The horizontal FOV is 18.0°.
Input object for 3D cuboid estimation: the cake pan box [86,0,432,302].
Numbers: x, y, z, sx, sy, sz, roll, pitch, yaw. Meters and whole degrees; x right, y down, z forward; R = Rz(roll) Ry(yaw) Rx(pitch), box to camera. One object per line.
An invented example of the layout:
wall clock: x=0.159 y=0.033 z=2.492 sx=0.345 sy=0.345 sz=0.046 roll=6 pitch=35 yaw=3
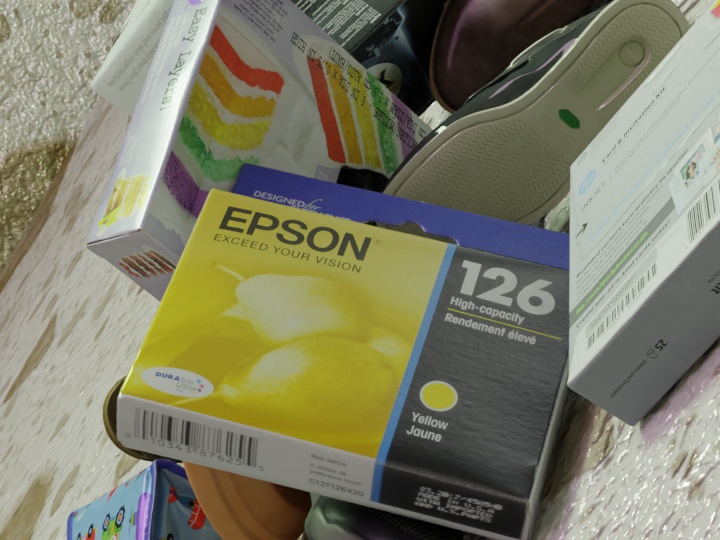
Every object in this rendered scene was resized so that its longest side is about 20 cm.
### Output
cake pan box: x=-0.043 y=-0.041 z=1.244 sx=0.052 sy=0.200 sz=0.185 roll=-10 pitch=51 yaw=42

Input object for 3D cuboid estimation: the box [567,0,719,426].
box: x=0.155 y=-0.043 z=1.039 sx=0.156 sy=0.041 sz=0.200 roll=-51 pitch=16 yaw=27

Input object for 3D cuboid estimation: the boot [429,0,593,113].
boot: x=0.121 y=-0.183 z=1.390 sx=0.200 sy=0.072 sz=0.166 roll=-55 pitch=10 yaw=-4

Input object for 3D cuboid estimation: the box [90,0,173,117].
box: x=-0.072 y=-0.181 z=1.800 sx=0.199 sy=0.200 sz=0.131 roll=-41 pitch=21 yaw=49

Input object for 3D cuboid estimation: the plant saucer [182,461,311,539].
plant saucer: x=-0.055 y=0.063 z=1.309 sx=0.037 sy=0.200 sz=0.200 roll=-10 pitch=35 yaw=19

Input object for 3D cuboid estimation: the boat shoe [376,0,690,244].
boat shoe: x=0.094 y=-0.078 z=1.233 sx=0.200 sy=0.072 sz=0.068 roll=-39 pitch=13 yaw=10

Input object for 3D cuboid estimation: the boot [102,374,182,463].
boot: x=-0.112 y=0.098 z=1.481 sx=0.200 sy=0.175 sz=0.066 roll=-25 pitch=75 yaw=62

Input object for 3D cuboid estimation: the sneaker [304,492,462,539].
sneaker: x=0.027 y=0.091 z=1.119 sx=0.114 sy=0.076 sz=0.199 roll=-62 pitch=7 yaw=9

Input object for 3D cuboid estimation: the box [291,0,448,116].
box: x=-0.008 y=-0.150 z=1.495 sx=0.200 sy=0.086 sz=0.164 roll=-45 pitch=-20 yaw=-20

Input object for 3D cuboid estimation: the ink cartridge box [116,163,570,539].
ink cartridge box: x=0.007 y=0.023 z=1.097 sx=0.047 sy=0.197 sz=0.200 roll=93 pitch=-168 yaw=-49

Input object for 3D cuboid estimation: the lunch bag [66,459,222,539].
lunch bag: x=-0.134 y=0.237 z=1.390 sx=0.151 sy=0.094 sz=0.201 roll=-34 pitch=40 yaw=56

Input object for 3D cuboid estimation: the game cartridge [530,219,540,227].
game cartridge: x=0.051 y=0.009 z=1.302 sx=0.133 sy=0.041 sz=0.200 roll=-52 pitch=14 yaw=39
